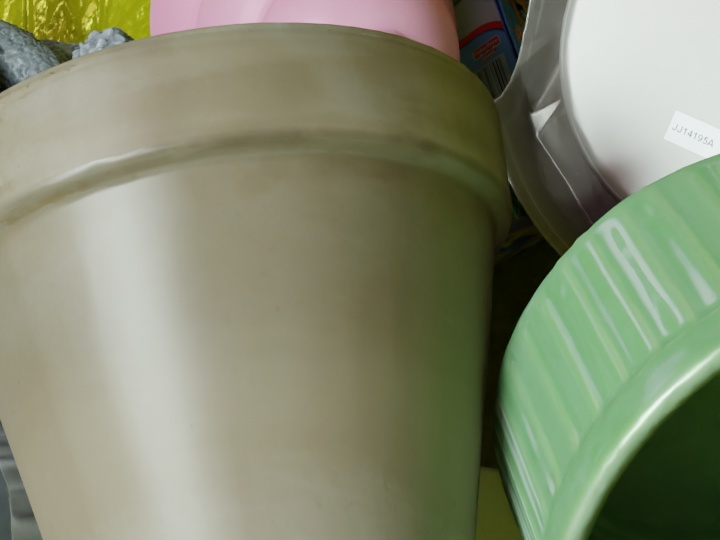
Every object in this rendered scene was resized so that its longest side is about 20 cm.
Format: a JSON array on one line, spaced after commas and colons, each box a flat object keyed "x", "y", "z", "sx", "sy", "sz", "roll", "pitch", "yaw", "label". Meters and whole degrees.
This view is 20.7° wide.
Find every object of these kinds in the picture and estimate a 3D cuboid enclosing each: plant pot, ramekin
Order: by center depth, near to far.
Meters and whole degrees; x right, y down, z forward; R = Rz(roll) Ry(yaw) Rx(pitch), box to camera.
[{"x": 0.138, "y": 0.056, "z": 0.625, "sx": 0.200, "sy": 0.199, "sz": 0.098, "roll": -51, "pitch": 33, "yaw": 18, "label": "ramekin"}, {"x": -0.037, "y": 0.044, "z": 0.644, "sx": 0.199, "sy": 0.199, "sz": 0.175, "roll": -24, "pitch": 64, "yaw": 36, "label": "plant pot"}]

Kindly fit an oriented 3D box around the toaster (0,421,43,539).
[{"x": -0.135, "y": 0.103, "z": 0.754, "sx": 0.199, "sy": 0.128, "sz": 0.115, "roll": 11, "pitch": 98, "yaw": 46, "label": "toaster"}]

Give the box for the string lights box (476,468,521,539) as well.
[{"x": -0.008, "y": 0.102, "z": 0.803, "sx": 0.199, "sy": 0.102, "sz": 0.060, "roll": 3, "pitch": 82, "yaw": 44, "label": "string lights box"}]

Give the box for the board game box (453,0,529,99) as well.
[{"x": 0.007, "y": -0.117, "z": 0.928, "sx": 0.151, "sy": 0.036, "sz": 0.201, "roll": -36, "pitch": 54, "yaw": 30, "label": "board game box"}]

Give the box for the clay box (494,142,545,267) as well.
[{"x": 0.000, "y": 0.000, "z": 0.823, "sx": 0.199, "sy": 0.115, "sz": 0.048, "roll": -31, "pitch": 81, "yaw": 28, "label": "clay box"}]

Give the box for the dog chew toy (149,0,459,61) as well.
[{"x": -0.016, "y": -0.094, "z": 0.799, "sx": 0.125, "sy": 0.124, "sz": 0.200, "roll": -62, "pitch": 20, "yaw": 7, "label": "dog chew toy"}]

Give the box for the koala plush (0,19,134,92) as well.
[{"x": -0.228, "y": -0.085, "z": 1.019, "sx": 0.178, "sy": 0.199, "sz": 0.184, "roll": -59, "pitch": 39, "yaw": 3, "label": "koala plush"}]

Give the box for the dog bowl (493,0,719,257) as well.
[{"x": 0.146, "y": -0.078, "z": 0.717, "sx": 0.198, "sy": 0.059, "sz": 0.202, "roll": 0, "pitch": 89, "yaw": 24, "label": "dog bowl"}]
